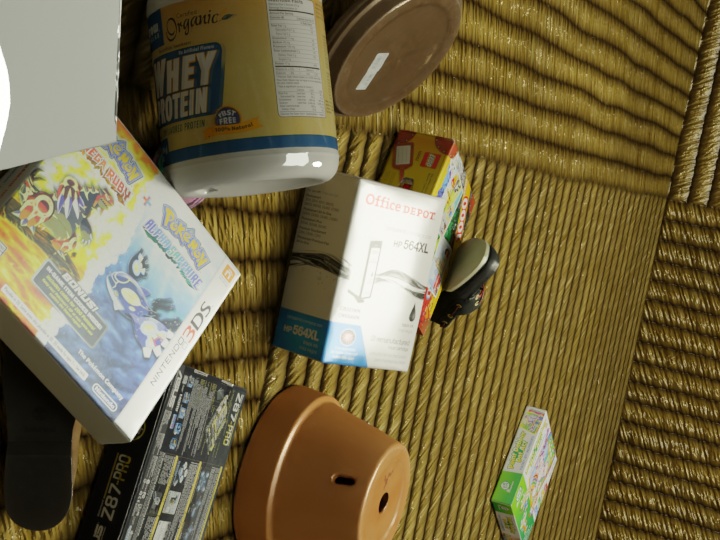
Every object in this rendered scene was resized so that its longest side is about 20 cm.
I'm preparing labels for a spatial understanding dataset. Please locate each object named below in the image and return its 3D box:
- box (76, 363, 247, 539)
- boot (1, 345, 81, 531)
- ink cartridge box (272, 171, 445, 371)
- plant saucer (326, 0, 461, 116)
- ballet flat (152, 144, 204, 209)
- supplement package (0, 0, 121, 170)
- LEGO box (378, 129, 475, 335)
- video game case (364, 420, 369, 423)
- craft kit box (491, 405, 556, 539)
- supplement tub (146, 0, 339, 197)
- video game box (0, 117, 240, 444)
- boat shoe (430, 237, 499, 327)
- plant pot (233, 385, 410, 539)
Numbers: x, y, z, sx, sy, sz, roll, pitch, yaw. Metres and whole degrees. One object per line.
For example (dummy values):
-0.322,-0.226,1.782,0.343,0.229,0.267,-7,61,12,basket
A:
-0.182,0.188,1.263,0.161,0.049,0.201,32,72,-64,box
-0.245,0.099,1.074,0.075,0.073,0.201,174,-75,-83,boot
0.000,0.000,1.487,0.146,0.084,0.201,9,94,-46,ink cartridge box
0.033,-0.234,1.429,0.200,0.030,0.200,-33,157,-16,plant saucer
-0.123,-0.139,1.217,0.071,0.069,0.201,97,20,-65,ballet flat
-0.238,-0.176,0.859,0.156,0.110,0.201,-28,126,-61,supplement package
0.063,-0.046,1.669,0.149,0.077,0.201,62,46,-58,LEGO box
-0.013,0.313,1.736,0.201,0.036,0.181,-67,154,-22,video game case
0.305,0.384,2.509,0.201,0.048,0.198,-65,152,-27,craft kit box
-0.097,-0.166,1.103,0.145,0.144,0.201,-3,86,-66,supplement tub
-0.198,-0.001,1.031,0.200,0.047,0.183,53,46,-29,video game box
0.131,0.017,1.745,0.201,0.063,0.074,-44,-159,59,boat shoe
-0.034,0.243,1.520,0.200,0.139,0.201,-44,142,-51,plant pot
